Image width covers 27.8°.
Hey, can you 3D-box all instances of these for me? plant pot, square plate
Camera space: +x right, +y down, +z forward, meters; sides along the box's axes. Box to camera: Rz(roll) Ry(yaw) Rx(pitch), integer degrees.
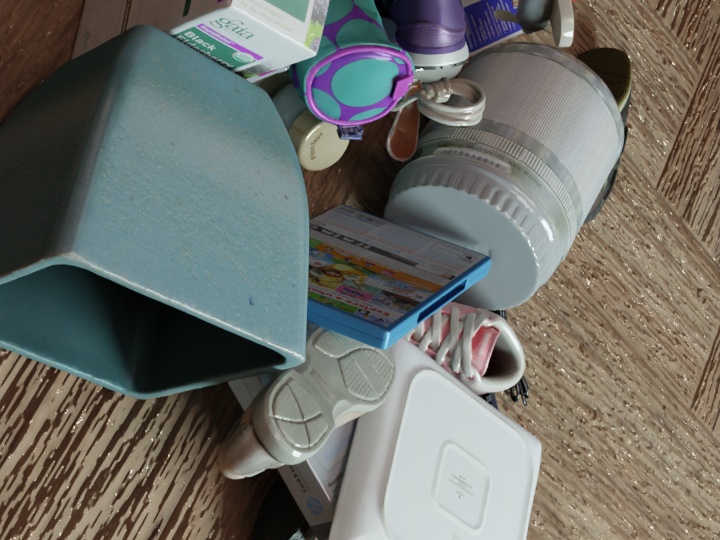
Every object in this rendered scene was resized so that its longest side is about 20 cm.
[{"bbox_3d":[-0.154,-0.046,0.995,0.196,0.195,0.201,27,61,-36],"label":"plant pot"},{"bbox_3d":[0.071,0.170,1.123,0.200,0.028,0.199,37,49,-30],"label":"square plate"}]

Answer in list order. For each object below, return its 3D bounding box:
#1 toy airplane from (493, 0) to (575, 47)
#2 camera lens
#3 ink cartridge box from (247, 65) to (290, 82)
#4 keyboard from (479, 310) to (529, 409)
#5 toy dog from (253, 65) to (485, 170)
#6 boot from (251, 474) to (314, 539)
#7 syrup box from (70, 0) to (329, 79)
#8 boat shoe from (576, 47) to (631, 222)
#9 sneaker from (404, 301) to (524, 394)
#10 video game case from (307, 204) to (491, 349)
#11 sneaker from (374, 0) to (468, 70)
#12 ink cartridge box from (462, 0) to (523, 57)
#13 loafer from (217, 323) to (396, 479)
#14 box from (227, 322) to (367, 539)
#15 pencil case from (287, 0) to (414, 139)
[{"bbox_3d":[0.154,-0.310,1.287,0.200,0.141,0.200,-73,149,-64],"label":"toy airplane"},{"bbox_3d":[0.126,-0.086,1.256,0.160,0.160,0.200,52,51,-24],"label":"camera lens"},{"bbox_3d":[-0.083,-0.239,1.120,0.042,0.119,0.201,22,71,-33],"label":"ink cartridge box"},{"bbox_3d":[0.102,0.075,1.315,0.127,0.021,0.201,-20,98,-41],"label":"keyboard"},{"bbox_3d":[-0.004,-0.126,1.191,0.199,0.097,0.132,-7,47,-14],"label":"toy dog"},{"bbox_3d":[0.005,0.186,1.180,0.131,0.068,0.200,50,53,-23],"label":"boot"},{"bbox_3d":[-0.115,-0.181,1.031,0.079,0.200,0.082,23,70,-38],"label":"syrup box"},{"bbox_3d":[0.224,-0.133,1.424,0.066,0.071,0.201,73,27,-48],"label":"boat shoe"},{"bbox_3d":[0.054,0.045,1.210,0.200,0.105,0.076,31,72,-27],"label":"sneaker"},{"bbox_3d":[0.000,0.000,1.122,0.200,0.143,0.018,-31,137,-59],"label":"video game case"},{"bbox_3d":[0.041,-0.235,1.182,0.075,0.200,0.088,-10,118,-15],"label":"sneaker"},{"bbox_3d":[0.115,-0.258,1.358,0.200,0.037,0.095,-30,104,-42],"label":"ink cartridge box"},{"bbox_3d":[-0.039,0.089,1.024,0.072,0.063,0.200,57,27,0],"label":"loafer"},{"bbox_3d":[-0.003,0.120,1.119,0.156,0.041,0.200,-38,102,-47],"label":"box"},{"bbox_3d":[-0.023,-0.196,1.129,0.092,0.085,0.200,9,40,-28],"label":"pencil case"}]
